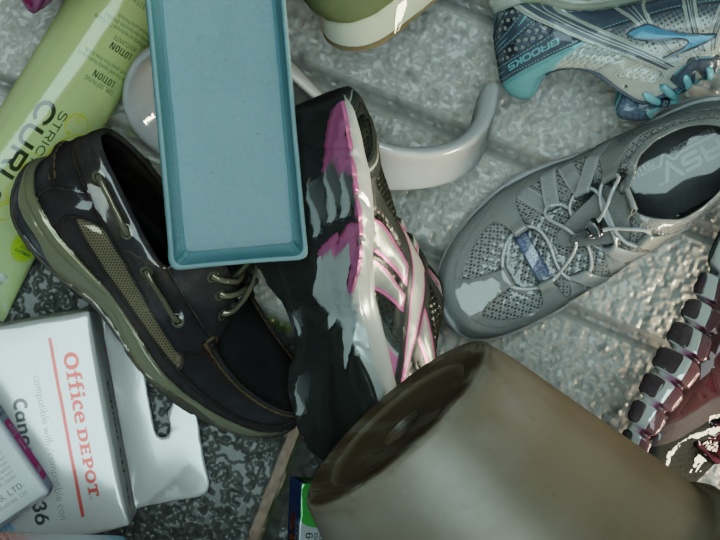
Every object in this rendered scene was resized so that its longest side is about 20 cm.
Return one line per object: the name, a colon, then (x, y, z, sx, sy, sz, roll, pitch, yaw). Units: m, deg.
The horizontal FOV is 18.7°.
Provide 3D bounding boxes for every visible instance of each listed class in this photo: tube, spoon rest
tube: (-0.167, -0.072, 1.157, 0.058, 0.052, 0.201, 31, 89, -1)
spoon rest: (-0.027, -0.080, 1.149, 0.198, 0.100, 0.061, 6, 48, -5)

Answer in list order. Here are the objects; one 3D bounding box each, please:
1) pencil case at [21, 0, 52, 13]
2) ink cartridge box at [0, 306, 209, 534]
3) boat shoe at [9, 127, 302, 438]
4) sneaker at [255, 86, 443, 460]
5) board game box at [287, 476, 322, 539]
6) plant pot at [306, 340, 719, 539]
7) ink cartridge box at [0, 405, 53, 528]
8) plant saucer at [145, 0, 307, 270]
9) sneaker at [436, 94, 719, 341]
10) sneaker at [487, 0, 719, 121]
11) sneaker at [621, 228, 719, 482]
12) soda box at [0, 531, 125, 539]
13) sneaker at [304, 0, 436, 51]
pencil case: (-0.105, -0.208, 1.117, 0.199, 0.087, 0.088, -27, 92, -18)
ink cartridge box: (-0.187, 0.086, 1.149, 0.199, 0.067, 0.117, -11, 91, -2)
boat shoe: (-0.091, 0.008, 1.126, 0.200, 0.075, 0.073, 43, 124, -18)
sneaker: (0.000, 0.000, 1.132, 0.080, 0.086, 0.201, 10, 114, 38)
board game box: (0.026, 0.213, 1.164, 0.134, 0.034, 0.202, 2, 90, -13)
plant pot: (0.072, 0.135, 1.053, 0.200, 0.200, 0.174, -41, 100, -1)
ink cartridge box: (-0.257, 0.061, 1.092, 0.119, 0.042, 0.201, -33, 96, -1)
plant saucer: (-0.068, -0.103, 1.073, 0.069, 0.019, 0.202, -5, 98, 2)
sneaker: (0.124, -0.034, 1.152, 0.199, 0.082, 0.075, -35, 91, 0)
sneaker: (0.166, -0.122, 1.163, 0.198, 0.078, 0.087, 3, 93, 7)
sneaker: (0.215, 0.063, 1.143, 0.115, 0.076, 0.201, 24, 90, 23)
soda box: (-0.187, 0.188, 1.082, 0.068, 0.200, 0.064, 7, 65, -33)
sneaker: (0.042, -0.208, 1.131, 0.200, 0.090, 0.067, -43, 48, -5)
